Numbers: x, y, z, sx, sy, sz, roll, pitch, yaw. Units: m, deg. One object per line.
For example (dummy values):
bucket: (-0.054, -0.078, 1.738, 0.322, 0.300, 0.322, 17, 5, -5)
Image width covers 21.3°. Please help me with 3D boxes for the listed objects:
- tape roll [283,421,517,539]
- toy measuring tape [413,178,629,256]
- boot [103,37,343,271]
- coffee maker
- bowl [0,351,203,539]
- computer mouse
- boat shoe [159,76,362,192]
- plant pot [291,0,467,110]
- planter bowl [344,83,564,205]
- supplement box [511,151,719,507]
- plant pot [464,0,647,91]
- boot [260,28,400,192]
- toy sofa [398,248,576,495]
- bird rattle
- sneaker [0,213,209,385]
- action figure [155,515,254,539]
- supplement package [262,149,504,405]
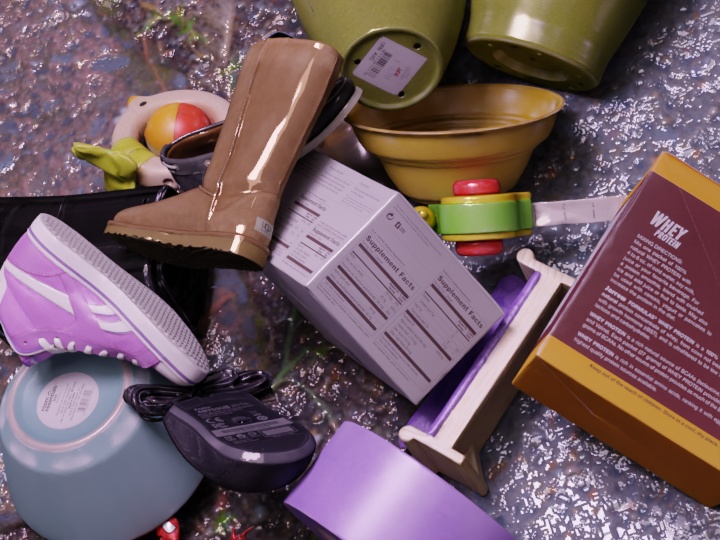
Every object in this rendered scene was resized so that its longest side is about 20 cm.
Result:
tape roll: (0.041, 0.214, 1.536, 0.200, 0.200, 0.085, 31, 78, 29)
toy measuring tape: (0.139, -0.048, 1.643, 0.200, 0.074, 0.074, -3, 63, 2)
boot: (-0.115, -0.101, 1.639, 0.175, 0.066, 0.200, 8, 71, 31)
coffee maker: (-0.260, -0.007, 1.740, 0.200, 0.192, 0.135, -4, 82, 18)
bowl: (-0.238, 0.133, 1.694, 0.201, 0.105, 0.201, -9, 53, 12)
computer mouse: (-0.102, 0.140, 1.584, 0.138, 0.053, 0.200, -5, 19, -27)
boat shoe: (-0.089, -0.123, 1.694, 0.200, 0.068, 0.072, -25, 24, 27)
plant pot: (0.019, -0.243, 1.751, 0.187, 0.187, 0.200, -16, 42, 11)
planter bowl: (0.086, -0.109, 1.727, 0.200, 0.200, 0.083, 1, 108, 20)
supplement box: (0.264, 0.050, 1.541, 0.197, 0.133, 0.200, 32, 77, 4)
plant pot: (0.186, -0.274, 1.751, 0.200, 0.200, 0.193, 15, 82, 25)
boot: (-0.033, -0.143, 1.797, 0.075, 0.097, 0.200, -39, 58, 9)
toy sofa: (0.108, 0.082, 1.648, 0.098, 0.083, 0.200, 28, 76, 28)
bird rattle: (-0.174, -0.120, 1.843, 0.200, 0.113, 0.163, -6, 46, 13)
sneaker: (-0.229, 0.056, 1.644, 0.200, 0.073, 0.114, 39, 100, 10)
action figure: (-0.134, 0.291, 1.630, 0.099, 0.065, 0.200, -34, 55, 28)
supplement package: (0.000, 0.000, 1.640, 0.111, 0.156, 0.200, -46, 27, -6)
